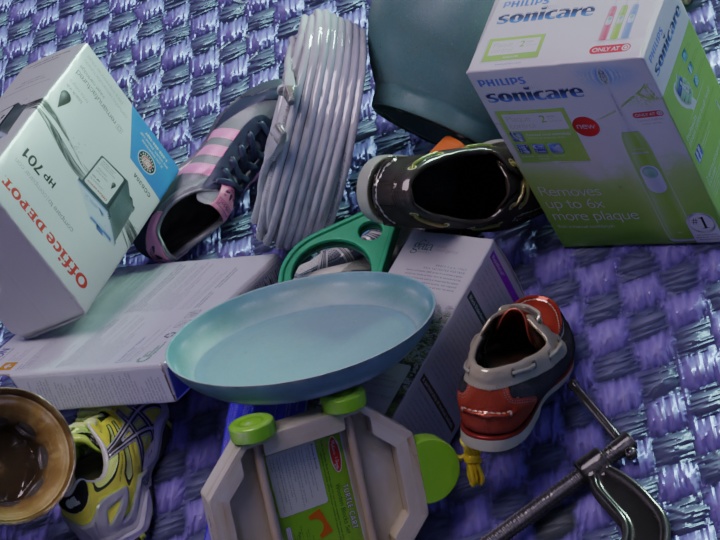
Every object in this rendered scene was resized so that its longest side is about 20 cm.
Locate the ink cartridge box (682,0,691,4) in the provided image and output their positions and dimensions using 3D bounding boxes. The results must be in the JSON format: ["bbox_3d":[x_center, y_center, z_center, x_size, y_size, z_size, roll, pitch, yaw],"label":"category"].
[{"bbox_3d":[0.238,-0.323,1.956,0.199,0.075,0.165,15,60,43],"label":"ink cartridge box"}]

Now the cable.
[{"bbox_3d":[-0.040,-0.115,1.842,0.069,0.201,0.201,12,47,-3],"label":"cable"}]

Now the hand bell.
[{"bbox_3d":[-0.291,0.166,1.764,0.104,0.104,0.200,-54,4,-23],"label":"hand bell"}]

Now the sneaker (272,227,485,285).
[{"bbox_3d":[0.000,0.000,1.798,0.199,0.078,0.086,-26,33,-6],"label":"sneaker"}]

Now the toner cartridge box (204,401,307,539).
[{"bbox_3d":[-0.075,0.134,1.687,0.043,0.095,0.201,18,47,-10],"label":"toner cartridge box"}]

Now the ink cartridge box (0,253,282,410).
[{"bbox_3d":[-0.187,0.051,1.835,0.199,0.044,0.196,-6,24,32],"label":"ink cartridge box"}]

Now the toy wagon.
[{"bbox_3d":[-0.009,0.159,1.569,0.199,0.156,0.040,-17,18,-17],"label":"toy wagon"}]

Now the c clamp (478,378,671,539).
[{"bbox_3d":[0.127,0.187,1.556,0.200,0.027,0.171,-39,45,-9],"label":"c clamp"}]

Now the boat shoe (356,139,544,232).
[{"bbox_3d":[0.093,-0.062,1.724,0.200,0.072,0.060,-7,8,-37],"label":"boat shoe"}]

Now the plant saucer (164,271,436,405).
[{"bbox_3d":[-0.041,0.051,1.609,0.198,0.028,0.200,-11,19,4],"label":"plant saucer"}]

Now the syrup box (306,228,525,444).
[{"bbox_3d":[0.041,0.070,1.683,0.078,0.082,0.201,8,54,37],"label":"syrup box"}]

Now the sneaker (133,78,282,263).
[{"bbox_3d":[-0.115,-0.080,1.950,0.200,0.070,0.082,-45,34,-1],"label":"sneaker"}]

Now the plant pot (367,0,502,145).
[{"bbox_3d":[0.087,-0.170,1.830,0.200,0.200,0.135,20,85,44],"label":"plant pot"}]

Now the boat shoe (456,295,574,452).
[{"bbox_3d":[0.111,0.059,1.613,0.071,0.063,0.200,3,24,17],"label":"boat shoe"}]

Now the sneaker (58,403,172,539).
[{"bbox_3d":[-0.200,0.134,1.783,0.075,0.077,0.201,-23,38,15],"label":"sneaker"}]

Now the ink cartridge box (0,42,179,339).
[{"bbox_3d":[-0.255,-0.067,1.854,0.085,0.147,0.201,-18,29,34],"label":"ink cartridge box"}]

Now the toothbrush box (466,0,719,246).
[{"bbox_3d":[0.190,-0.114,1.677,0.145,0.200,0.086,-1,48,32],"label":"toothbrush box"}]

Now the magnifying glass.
[{"bbox_3d":[0.014,-0.032,1.743,0.079,0.022,0.200,29,65,30],"label":"magnifying glass"}]
